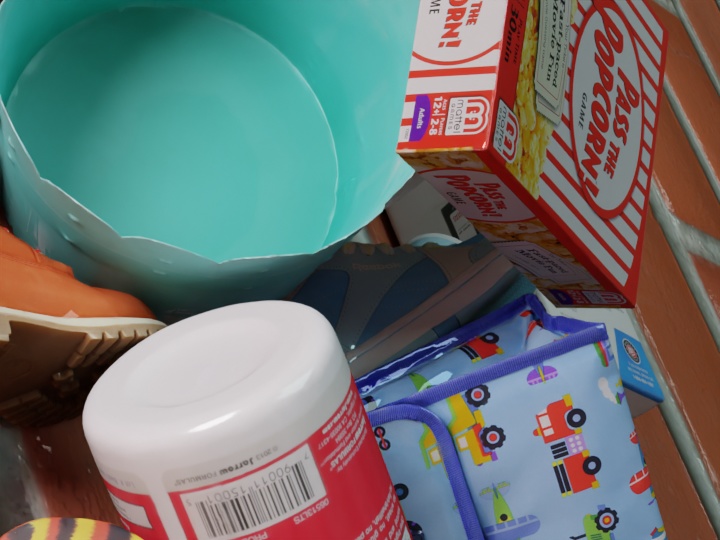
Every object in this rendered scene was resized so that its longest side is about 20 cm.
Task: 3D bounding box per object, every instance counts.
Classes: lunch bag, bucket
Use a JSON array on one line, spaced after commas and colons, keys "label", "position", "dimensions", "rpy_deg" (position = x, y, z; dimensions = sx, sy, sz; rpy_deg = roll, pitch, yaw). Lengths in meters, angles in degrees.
[{"label": "lunch bag", "position": [0.033, 0.122, 1.033], "dimensions": [0.094, 0.199, 0.151], "rpy_deg": [23, -47, 68]}, {"label": "bucket", "position": [-0.076, -0.075, 1.007], "dimensions": [0.206, 0.135, 0.208], "rpy_deg": [5, 70, -15]}]

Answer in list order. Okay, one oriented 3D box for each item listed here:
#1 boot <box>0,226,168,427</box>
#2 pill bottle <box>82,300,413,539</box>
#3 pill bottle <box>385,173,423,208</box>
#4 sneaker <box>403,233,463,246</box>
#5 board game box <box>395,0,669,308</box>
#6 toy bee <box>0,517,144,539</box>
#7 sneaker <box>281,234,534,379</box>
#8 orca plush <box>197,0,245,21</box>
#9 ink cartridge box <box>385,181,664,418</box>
[{"label": "boot", "position": [-0.157, 0.006, 0.930], "dimensions": [0.200, 0.075, 0.107], "rpy_deg": [15, 41, -57]}, {"label": "pill bottle", "position": [-0.033, 0.123, 0.923], "dimensions": [0.112, 0.112, 0.201], "rpy_deg": [-74, 147, -62]}, {"label": "pill bottle", "position": [-0.044, -0.124, 1.273], "dimensions": [0.201, 0.116, 0.116], "rpy_deg": [60, 22, 8]}, {"label": "sneaker", "position": [0.068, 0.064, 1.255], "dimensions": [0.201, 0.079, 0.131], "rpy_deg": [65, 7, 10]}, {"label": "board game box", "position": [0.085, -0.086, 1.014], "dimensions": [0.200, 0.046, 0.152], "rpy_deg": [39, 56, -57]}, {"label": "toy bee", "position": [-0.062, 0.178, 0.843], "dimensions": [0.201, 0.108, 0.131], "rpy_deg": [68, -18, 6]}, {"label": "sneaker", "position": [0.000, 0.000, 1.120], "dimensions": [0.200, 0.080, 0.131], "rpy_deg": [-34, 70, -29]}, {"label": "orca plush", "position": [-0.057, -0.198, 1.174], "dimensions": [0.071, 0.105, 0.200], "rpy_deg": [19, 45, 5]}, {"label": "ink cartridge box", "position": [0.103, 0.007, 1.440], "dimensions": [0.146, 0.084, 0.201], "rpy_deg": [24, 38, -54]}]
